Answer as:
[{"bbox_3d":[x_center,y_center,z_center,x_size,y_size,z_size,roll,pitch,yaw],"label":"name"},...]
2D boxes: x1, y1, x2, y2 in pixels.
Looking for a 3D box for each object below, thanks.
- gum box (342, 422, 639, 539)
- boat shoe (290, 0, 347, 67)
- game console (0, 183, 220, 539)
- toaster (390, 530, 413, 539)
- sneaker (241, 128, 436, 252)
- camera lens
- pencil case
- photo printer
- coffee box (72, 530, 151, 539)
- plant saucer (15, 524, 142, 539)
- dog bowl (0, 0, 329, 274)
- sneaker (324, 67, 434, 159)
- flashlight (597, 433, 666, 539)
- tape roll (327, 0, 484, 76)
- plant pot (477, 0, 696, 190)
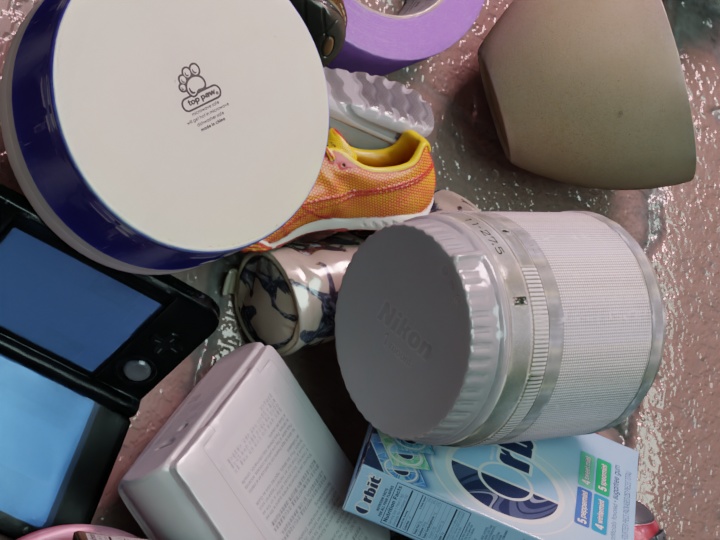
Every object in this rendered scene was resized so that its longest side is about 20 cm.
[{"bbox_3d":[0.098,0.149,1.326,0.198,0.045,0.170,23,27,-1],"label":"gum box"},{"bbox_3d":[-0.102,-0.200,1.317,0.198,0.076,0.074,22,33,-2],"label":"boat shoe"},{"bbox_3d":[-0.216,0.065,1.194,0.199,0.176,0.117,29,39,-27],"label":"game console"},{"bbox_3d":[0.092,0.240,1.372,0.128,0.113,0.202,-6,81,-38],"label":"toaster"},{"bbox_3d":[-0.044,-0.062,1.319,0.198,0.073,0.078,-12,116,-19],"label":"sneaker"},{"bbox_3d":[0.102,0.039,1.302,0.199,0.159,0.162,-2,83,-40],"label":"camera lens"},{"bbox_3d":[0.000,0.000,1.370,0.199,0.089,0.079,-18,121,-34],"label":"pencil case"},{"bbox_3d":[-0.062,0.174,1.278,0.201,0.069,0.167,57,36,-16],"label":"photo printer"},{"bbox_3d":[-0.088,0.236,1.161,0.198,0.080,0.114,8,96,-16],"label":"coffee box"},{"bbox_3d":[-0.190,0.267,1.213,0.199,0.051,0.203,5,81,-34],"label":"plant saucer"},{"bbox_3d":[-0.120,-0.102,1.170,0.198,0.079,0.202,7,78,-33],"label":"dog bowl"},{"bbox_3d":[-0.049,-0.113,1.356,0.198,0.082,0.075,21,32,-12],"label":"sneaker"},{"bbox_3d":[0.187,0.148,1.479,0.068,0.067,0.202,-20,93,-61],"label":"flashlight"},{"bbox_3d":[0.004,-0.251,1.420,0.198,0.065,0.203,5,80,-33],"label":"tape roll"},{"bbox_3d":[0.167,-0.147,1.458,0.133,0.200,0.202,-17,92,1],"label":"plant pot"}]
